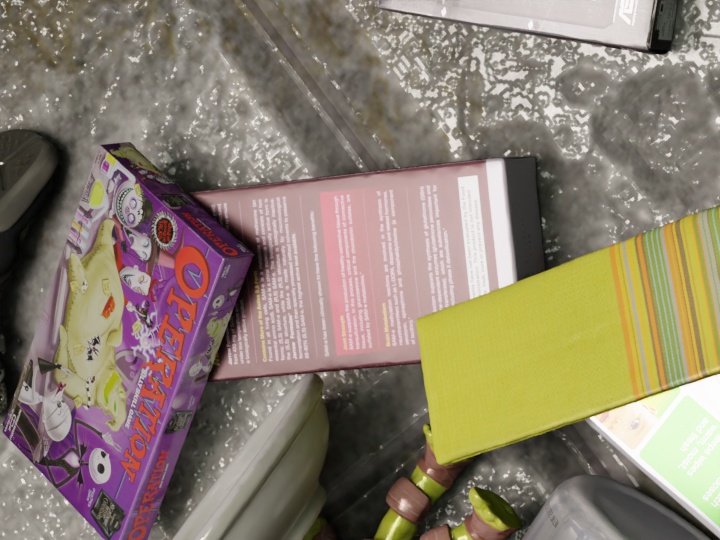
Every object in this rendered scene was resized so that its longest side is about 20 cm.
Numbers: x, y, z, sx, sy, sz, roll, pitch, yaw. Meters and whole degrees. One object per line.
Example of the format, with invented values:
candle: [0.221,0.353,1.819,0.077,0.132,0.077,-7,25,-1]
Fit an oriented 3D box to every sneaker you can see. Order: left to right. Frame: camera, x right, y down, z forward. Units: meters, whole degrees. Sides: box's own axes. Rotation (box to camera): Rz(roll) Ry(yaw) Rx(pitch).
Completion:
sneaker: [-0.233,0.015,1.593,0.076,0.114,0.200,21,70,40]

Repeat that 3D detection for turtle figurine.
turtle figurine: [0.014,0.174,1.492,0.161,0.064,0.200,-44,39,12]

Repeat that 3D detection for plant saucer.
plant saucer: [-0.068,0.148,1.463,0.050,0.200,0.200,37,106,-2]

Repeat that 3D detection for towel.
towel: [0.117,0.035,1.394,0.200,0.018,0.086,-21,64,32]

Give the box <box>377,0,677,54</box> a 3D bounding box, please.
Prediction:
box: [0.102,-0.226,1.458,0.158,0.048,0.201,10,97,21]

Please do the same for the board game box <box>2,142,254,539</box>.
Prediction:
board game box: [-0.134,0.043,1.533,0.120,0.032,0.200,38,120,30]

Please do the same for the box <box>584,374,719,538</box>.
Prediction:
box: [0.245,0.050,1.396,0.176,0.097,0.200,42,106,16]

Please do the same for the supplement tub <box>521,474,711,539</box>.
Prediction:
supplement tub: [0.108,0.219,1.443,0.122,0.122,0.200,35,104,16]

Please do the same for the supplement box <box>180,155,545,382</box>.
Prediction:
supplement box: [0.000,0.000,1.504,0.199,0.061,0.109,-5,92,21]
